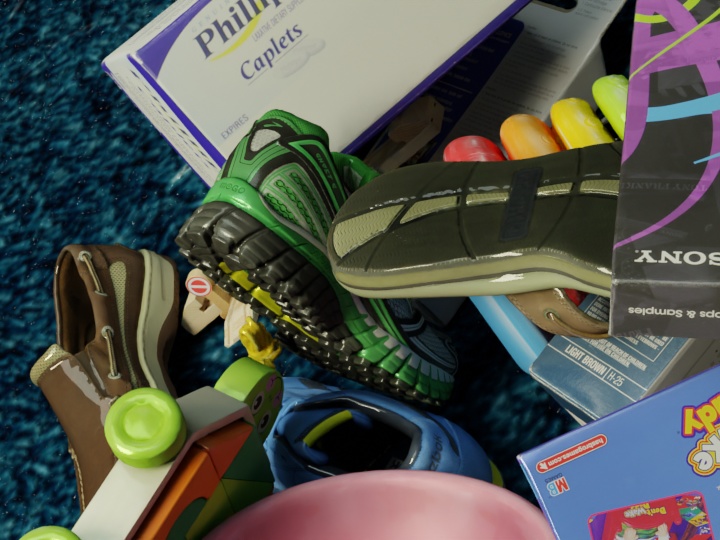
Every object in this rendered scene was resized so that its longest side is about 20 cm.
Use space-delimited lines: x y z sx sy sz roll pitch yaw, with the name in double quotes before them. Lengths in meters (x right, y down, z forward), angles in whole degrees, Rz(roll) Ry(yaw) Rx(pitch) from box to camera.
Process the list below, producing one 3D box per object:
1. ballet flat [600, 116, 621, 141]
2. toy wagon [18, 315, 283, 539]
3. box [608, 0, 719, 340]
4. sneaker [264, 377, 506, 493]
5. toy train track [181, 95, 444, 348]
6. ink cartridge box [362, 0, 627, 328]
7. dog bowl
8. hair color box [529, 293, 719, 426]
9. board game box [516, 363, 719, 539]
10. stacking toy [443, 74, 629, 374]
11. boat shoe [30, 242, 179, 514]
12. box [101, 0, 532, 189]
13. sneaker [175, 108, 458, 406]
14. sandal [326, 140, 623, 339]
"ballet flat" 0.158 -0.076 0.847 0.200 0.057 0.067 -28 46 18
"toy wagon" -0.081 0.109 0.761 0.039 0.155 0.200 24 65 20
"box" 0.171 -0.057 0.663 0.142 0.036 0.200 2 51 11
"sneaker" -0.024 0.079 0.856 0.200 0.078 0.066 11 69 42
"toy train track" -0.036 -0.032 0.931 0.200 0.033 0.115 -38 23 32
"ink cartridge box" 0.061 -0.071 0.931 0.095 0.037 0.200 27 80 46
"dog bowl" 0.006 0.153 0.710 0.199 0.074 0.200 -8 24 3
"hair color box" 0.172 0.001 0.750 0.200 0.100 0.060 -50 43 -5
"board game box" 0.176 0.090 0.650 0.200 0.045 0.135 -24 77 3
"stacking toy" 0.127 -0.052 0.790 0.200 0.110 0.116 -35 2 10
"boat shoe" -0.142 0.068 0.940 0.075 0.075 0.203 -52 30 36
"box" -0.025 -0.127 0.907 0.184 0.105 0.200 -41 12 -6
"sneaker" 0.000 0.000 0.807 0.078 0.200 0.085 19 73 33
"sandal" 0.084 -0.007 0.707 0.200 0.057 0.080 2 47 30
